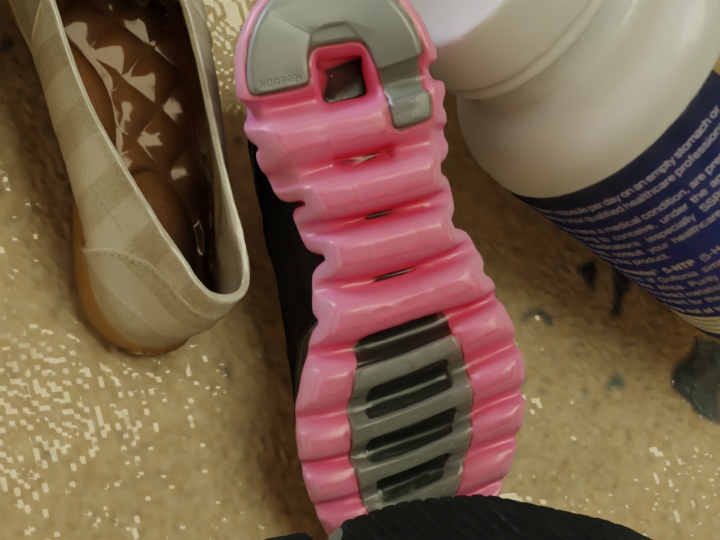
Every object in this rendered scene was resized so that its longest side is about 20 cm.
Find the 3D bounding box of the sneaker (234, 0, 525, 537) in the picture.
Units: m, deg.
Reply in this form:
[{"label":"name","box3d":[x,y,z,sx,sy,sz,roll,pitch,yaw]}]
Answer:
[{"label":"sneaker","box3d":[0.000,0.000,0.859,0.079,0.095,0.200,-9,95,-13]}]

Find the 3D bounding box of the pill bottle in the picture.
[{"label":"pill bottle","box3d":[0.104,-0.063,0.907,0.200,0.120,0.120,33,51,-33]}]

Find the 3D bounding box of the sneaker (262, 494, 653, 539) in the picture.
[{"label":"sneaker","box3d":[0.009,0.125,0.797,0.200,0.074,0.089,-6,112,-22]}]

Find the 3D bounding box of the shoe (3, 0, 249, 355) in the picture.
[{"label":"shoe","box3d":[-0.074,-0.075,0.834,0.070,0.053,0.200,-12,86,-29]}]
